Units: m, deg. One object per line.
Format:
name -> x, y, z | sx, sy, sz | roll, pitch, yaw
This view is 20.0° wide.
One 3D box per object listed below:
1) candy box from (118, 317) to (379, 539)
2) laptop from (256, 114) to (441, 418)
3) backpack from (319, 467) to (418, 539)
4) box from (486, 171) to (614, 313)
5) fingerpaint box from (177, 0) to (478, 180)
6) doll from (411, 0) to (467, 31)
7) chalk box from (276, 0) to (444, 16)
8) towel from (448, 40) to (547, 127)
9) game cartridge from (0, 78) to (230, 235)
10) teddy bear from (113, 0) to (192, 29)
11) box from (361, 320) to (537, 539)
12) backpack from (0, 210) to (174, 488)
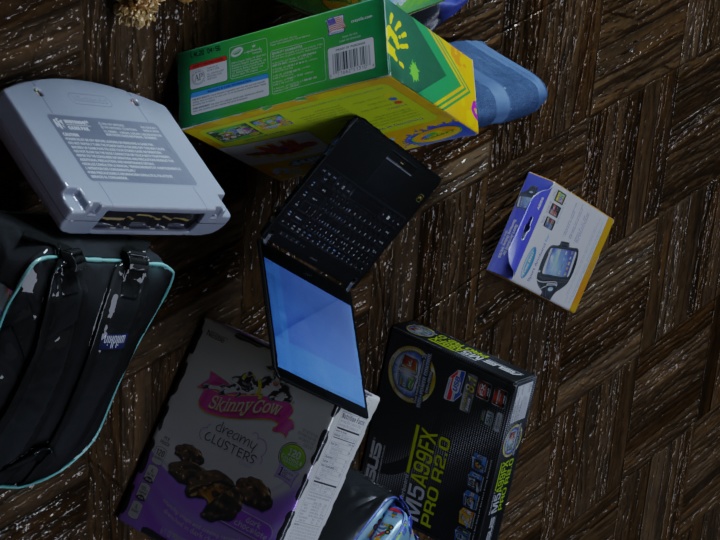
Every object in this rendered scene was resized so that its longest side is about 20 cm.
candy box -> -0.100, 0.167, 1.824 | 0.071, 0.167, 0.202 | 25, 88, -60
laptop -> 0.000, 0.000, 1.710 | 0.200, 0.103, 0.177 | -50, 151, 5
backpack -> -0.020, 0.322, 2.082 | 0.183, 0.134, 0.201 | -47, 146, -27
box -> 0.210, -0.032, 2.288 | 0.200, 0.041, 0.120 | 25, 88, -56
fingerpaint box -> -0.026, -0.148, 1.702 | 0.166, 0.198, 0.074 | 24, 58, -58
doll -> 0.050, -0.237, 1.839 | 0.199, 0.137, 0.049 | -33, 119, -1
chalk box -> -0.004, -0.282, 1.723 | 0.124, 0.123, 0.202 | -28, 132, -45
towel -> 0.087, -0.170, 1.943 | 0.199, 0.111, 0.049 | -16, 133, -52
game cartridge -> -0.193, -0.087, 1.558 | 0.040, 0.134, 0.199 | -41, 160, 25
teddy bear -> -0.149, -0.259, 1.574 | 0.146, 0.066, 0.200 | -56, 146, -13
box -> 0.086, 0.175, 2.119 | 0.044, 0.159, 0.202 | -13, 121, -54
backpack -> -0.258, 0.055, 1.528 | 0.175, 0.152, 0.202 | 0, 112, -56
